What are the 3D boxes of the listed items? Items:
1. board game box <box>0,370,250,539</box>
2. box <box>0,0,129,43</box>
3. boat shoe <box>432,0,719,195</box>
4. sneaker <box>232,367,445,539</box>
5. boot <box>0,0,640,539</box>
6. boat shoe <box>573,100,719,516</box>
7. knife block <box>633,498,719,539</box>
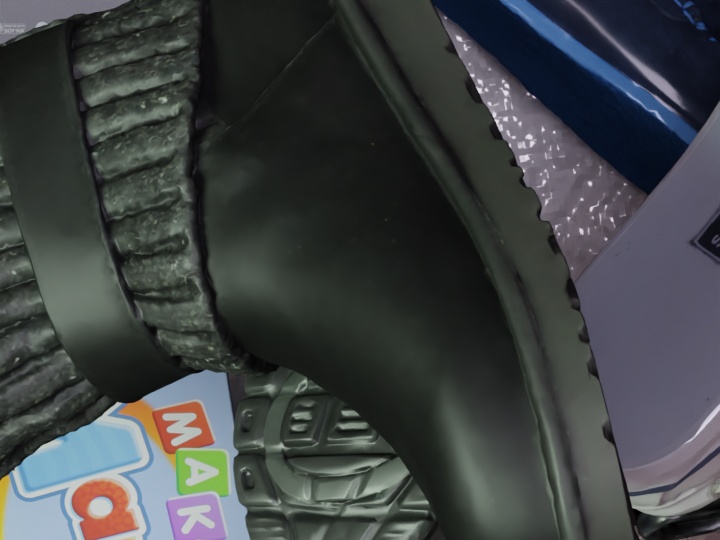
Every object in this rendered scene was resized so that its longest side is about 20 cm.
[{"bbox_3d":[-0.127,0.085,0.785,0.199,0.037,0.152,-4,59,-11],"label":"board game box"},{"bbox_3d":[-0.114,-0.125,0.826,0.199,0.051,0.159,-2,87,-8],"label":"box"},{"bbox_3d":[0.078,-0.077,0.835,0.200,0.084,0.069,42,78,-5],"label":"boat shoe"},{"bbox_3d":[0.011,0.081,0.751,0.076,0.091,0.201,6,72,32],"label":"sneaker"},{"bbox_3d":[-0.032,0.017,0.692,0.157,0.080,0.212,-24,55,0],"label":"boot"},{"bbox_3d":[0.122,-0.022,0.734,0.200,0.065,0.074,-44,58,4],"label":"boat shoe"},{"bbox_3d":[0.164,0.083,0.810,0.200,0.064,0.176,34,56,-5],"label":"knife block"}]
